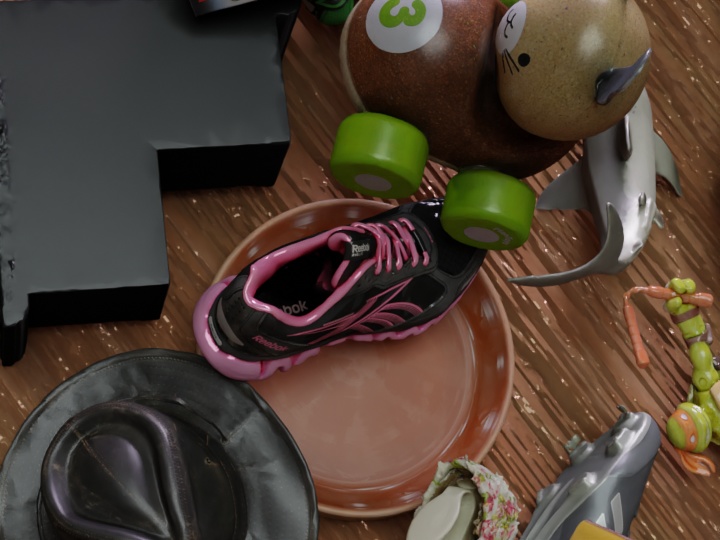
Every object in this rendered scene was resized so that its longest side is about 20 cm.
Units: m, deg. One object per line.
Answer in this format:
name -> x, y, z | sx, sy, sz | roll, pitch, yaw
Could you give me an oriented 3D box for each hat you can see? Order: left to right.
hat -> -0.121, 0.129, 0.962 | 0.198, 0.081, 0.203 | -2, 70, 4

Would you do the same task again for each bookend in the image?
bookend -> -0.127, -0.058, 1.042 | 0.197, 0.092, 0.201 | -5, 74, -13

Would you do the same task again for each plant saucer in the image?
plant saucer -> -0.004, 0.055, 1.058 | 0.198, 0.032, 0.203 | 3, 71, -10

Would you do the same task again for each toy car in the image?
toy car -> 0.096, -0.123, 0.945 | 0.157, 0.199, 0.166 | 23, 69, -26

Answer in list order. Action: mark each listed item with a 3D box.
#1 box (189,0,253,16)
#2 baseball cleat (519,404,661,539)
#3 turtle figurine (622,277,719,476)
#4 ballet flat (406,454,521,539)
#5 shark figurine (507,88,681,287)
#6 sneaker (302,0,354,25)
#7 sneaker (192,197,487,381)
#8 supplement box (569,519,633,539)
box -> -0.057, -0.237, 1.075 | 0.109, 0.035, 0.201 | -14, 38, 6
baseball cleat -> 0.135, 0.184, 1.029 | 0.106, 0.070, 0.200 | 43, 73, -8
turtle figurine -> 0.251, 0.085, 1.076 | 0.160, 0.064, 0.202 | -24, 81, -23
ballet flat -> 0.031, 0.190, 0.959 | 0.075, 0.064, 0.201 | 2, 52, 30
shark figurine -> 0.147, -0.045, 1.090 | 0.089, 0.129, 0.216 | -12, 43, 26
sneaker -> 0.037, -0.223, 1.148 | 0.198, 0.078, 0.086 | -26, 96, -18
sneaker -> 0.000, 0.000, 1.007 | 0.198, 0.096, 0.080 | -23, 74, -25
supplement box -> 0.137, 0.262, 0.931 | 0.131, 0.103, 0.201 | 40, 78, -28
